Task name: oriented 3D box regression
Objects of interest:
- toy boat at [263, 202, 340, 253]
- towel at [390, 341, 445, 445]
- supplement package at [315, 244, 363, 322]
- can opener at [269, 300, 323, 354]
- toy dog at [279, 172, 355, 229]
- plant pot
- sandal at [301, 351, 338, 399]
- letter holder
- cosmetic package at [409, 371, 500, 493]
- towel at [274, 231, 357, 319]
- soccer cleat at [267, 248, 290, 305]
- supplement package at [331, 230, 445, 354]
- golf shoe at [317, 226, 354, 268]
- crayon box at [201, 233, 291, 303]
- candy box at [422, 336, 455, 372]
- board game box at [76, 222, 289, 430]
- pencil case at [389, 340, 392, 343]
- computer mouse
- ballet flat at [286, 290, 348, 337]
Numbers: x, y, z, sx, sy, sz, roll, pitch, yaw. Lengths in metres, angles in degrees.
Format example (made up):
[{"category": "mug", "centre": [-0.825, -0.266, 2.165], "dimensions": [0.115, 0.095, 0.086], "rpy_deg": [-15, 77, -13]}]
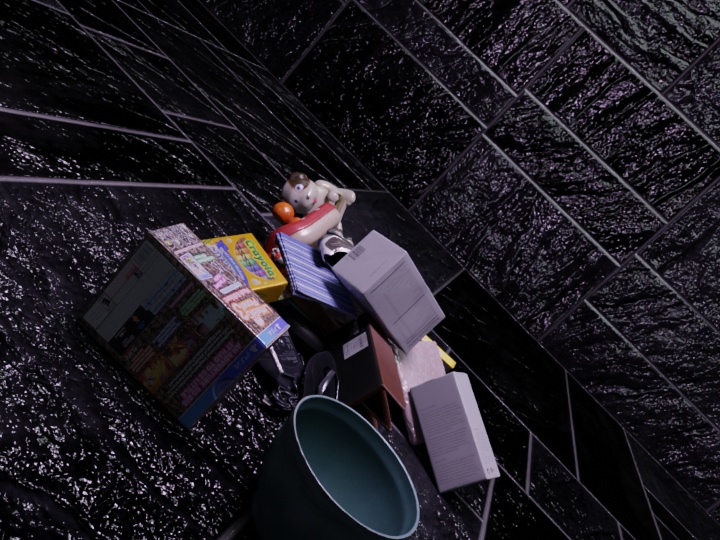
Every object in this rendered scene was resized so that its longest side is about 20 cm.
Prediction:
[{"category": "toy boat", "centre": [-0.147, -0.099, 1.430], "dimensions": [0.131, 0.131, 0.200], "rpy_deg": [43, 42, 5]}, {"category": "towel", "centre": [0.129, 0.243, 1.316], "dimensions": [0.191, 0.032, 0.200], "rpy_deg": [5, 64, -56]}, {"category": "supplement package", "centre": [-0.015, 0.046, 1.395], "dimensions": [0.200, 0.111, 0.156], "rpy_deg": [19, 24, -22]}, {"category": "can opener", "centre": [-0.149, 0.086, 1.172], "dimensions": [0.200, 0.079, 0.063], "rpy_deg": [42, -23, -19]}, {"category": "toy dog", "centre": [-0.137, -0.205, 1.792], "dimensions": [0.194, 0.140, 0.200], "rpy_deg": [37, 11, 27]}, {"category": "plant pot", "centre": [-0.046, 0.272, 0.779], "dimensions": [0.200, 0.134, 0.200], "rpy_deg": [40, 16, -15]}, {"category": "sandal", "centre": [-0.059, 0.205, 1.001], "dimensions": [0.076, 0.043, 0.200], "rpy_deg": [59, 23, -27]}, {"category": "letter holder", "centre": [0.021, 0.200, 1.144], "dimensions": [0.142, 0.100, 0.200], "rpy_deg": [50, 15, -30]}, {"category": "cosmetic package", "centre": [0.175, 0.302, 1.204], "dimensions": [0.071, 0.101, 0.200], "rpy_deg": [19, 50, -56]}, {"category": "towel", "centre": [-0.088, 0.009, 1.212], "dimensions": [0.145, 0.024, 0.200], "rpy_deg": [25, 23, -32]}, {"category": "soccer cleat", "centre": [-0.174, 0.012, 1.276], "dimensions": [0.200, 0.068, 0.085], "rpy_deg": [-140, -143, -67]}, {"category": "supplement package", "centre": [0.055, 0.044, 1.209], "dimensions": [0.110, 0.114, 0.200], "rpy_deg": [38, -14, 48]}, {"category": "golf shoe", "centre": [0.000, 0.000, 1.268], "dimensions": [0.200, 0.078, 0.095], "rpy_deg": [28, 28, -15]}, {"category": "crayon box", "centre": [-0.215, 0.003, 1.079], "dimensions": [0.200, 0.052, 0.126], "rpy_deg": [-13, 55, -46]}, {"category": "candy box", "centre": [0.122, 0.176, 1.517], "dimensions": [0.200, 0.102, 0.026], "rpy_deg": [43, 51, -5]}, {"category": "board game box", "centre": [-0.223, 0.067, 0.819], "dimensions": [0.200, 0.159, 0.097], "rpy_deg": [45, 15, 0]}, {"category": "pencil case", "centre": [0.092, 0.199, 1.400], "dimensions": [0.200, 0.087, 0.087], "rpy_deg": [20, 29, -51]}, {"category": "computer mouse", "centre": [-0.143, 0.144, 1.038], "dimensions": [0.138, 0.053, 0.200], "rpy_deg": [19, 42, -61]}, {"category": "ballet flat", "centre": [-0.069, 0.081, 1.236], "dimensions": [0.068, 0.072, 0.200], "rpy_deg": [48, -3, 47]}]
